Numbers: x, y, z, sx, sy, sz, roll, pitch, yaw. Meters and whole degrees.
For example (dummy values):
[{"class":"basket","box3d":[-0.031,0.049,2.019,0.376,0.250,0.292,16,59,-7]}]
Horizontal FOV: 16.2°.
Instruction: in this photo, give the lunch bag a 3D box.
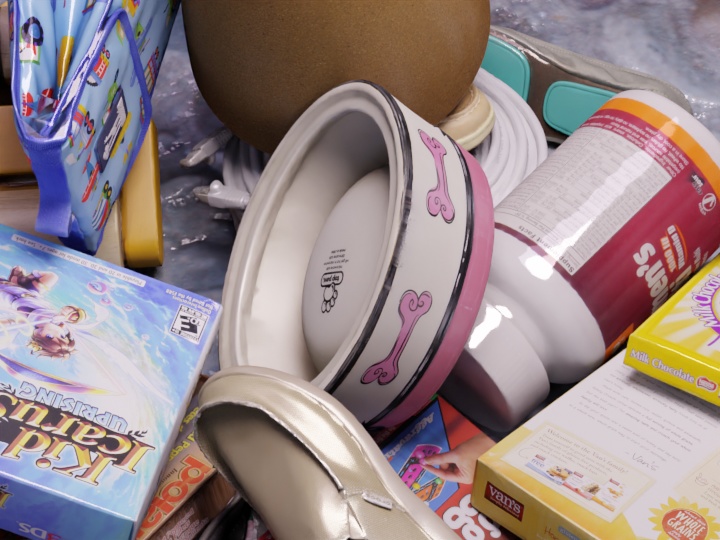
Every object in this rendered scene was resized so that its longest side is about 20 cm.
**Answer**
[{"class":"lunch bag","box3d":[-0.163,-0.114,1.434,0.094,0.151,0.200,7,68,3]}]

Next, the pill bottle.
[{"class":"pill bottle","box3d":[0.123,-0.005,1.473,0.110,0.110,0.200,35,68,32]}]

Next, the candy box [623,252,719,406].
[{"class":"candy box","box3d":[0.240,0.026,1.466,0.102,0.026,0.200,21,32,23]}]

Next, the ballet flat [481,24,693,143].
[{"class":"ballet flat","box3d":[0.123,-0.116,1.642,0.200,0.068,0.064,22,23,23]}]

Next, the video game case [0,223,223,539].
[{"class":"video game case","box3d":[-0.194,0.055,1.384,0.200,0.045,0.181,19,42,-1]}]

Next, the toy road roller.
[{"class":"toy road roller","box3d":[-0.187,-0.079,1.594,0.123,0.146,0.200,-3,82,0]}]

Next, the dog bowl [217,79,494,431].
[{"class":"dog bowl","box3d":[0.000,0.000,1.404,0.074,0.200,0.200,19,38,-27]}]

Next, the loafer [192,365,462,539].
[{"class":"loafer","box3d":[-0.016,0.128,1.306,0.200,0.076,0.068,40,43,14]}]

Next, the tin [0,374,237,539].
[{"class":"tin","box3d":[-0.143,0.132,1.405,0.112,0.042,0.200,16,47,39]}]

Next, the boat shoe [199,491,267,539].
[{"class":"boat shoe","box3d":[-0.050,0.149,1.380,0.067,0.057,0.200,17,49,19]}]

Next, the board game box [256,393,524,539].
[{"class":"board game box","box3d":[0.015,0.151,1.363,0.103,0.019,0.200,40,49,13]}]

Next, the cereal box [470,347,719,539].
[{"class":"cereal box","box3d":[0.178,0.106,1.403,0.144,0.040,0.200,32,45,30]}]

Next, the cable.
[{"class":"cable","box3d":[0.015,-0.056,1.573,0.200,0.069,0.200,28,52,26]}]

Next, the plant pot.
[{"class":"plant pot","box3d":[-0.027,-0.185,1.442,0.186,0.200,0.187,-3,68,7]}]

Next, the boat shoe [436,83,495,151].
[{"class":"boat shoe","box3d":[-0.011,-0.126,1.549,0.200,0.063,0.073,19,48,19]}]
